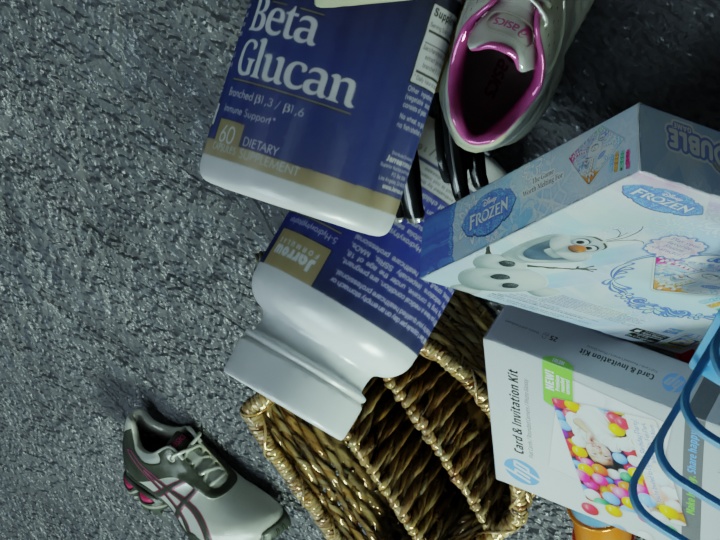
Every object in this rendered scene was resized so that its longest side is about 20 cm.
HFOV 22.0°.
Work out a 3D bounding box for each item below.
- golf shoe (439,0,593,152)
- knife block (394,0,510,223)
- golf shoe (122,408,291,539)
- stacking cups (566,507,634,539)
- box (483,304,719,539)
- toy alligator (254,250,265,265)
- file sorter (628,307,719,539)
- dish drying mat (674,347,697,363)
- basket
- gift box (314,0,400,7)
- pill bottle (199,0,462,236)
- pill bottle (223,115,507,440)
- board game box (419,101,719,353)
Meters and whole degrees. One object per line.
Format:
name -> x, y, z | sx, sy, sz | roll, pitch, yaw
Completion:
golf shoe -> 0.095, -0.151, 0.976 | 0.075, 0.092, 0.201 | 19, 109, 5
knife block -> 0.014, -0.135, 1.086 | 0.200, 0.064, 0.176 | 40, 109, 6
golf shoe -> -0.153, 0.199, 1.734 | 0.199, 0.077, 0.089 | 20, 133, 33
stacking cups -> 0.167, 0.157, 1.330 | 0.060, 0.061, 0.201 | 24, 142, 30
box -> 0.178, 0.111, 1.179 | 0.199, 0.041, 0.157 | 21, 145, 24
toy alligator -> -0.010, 0.058, 1.433 | 0.054, 0.059, 0.201 | -26, 110, 13
file sorter -> 0.234, 0.064, 0.924 | 0.138, 0.123, 0.201 | 30, 145, 11
dish drying mat -> 0.269, 0.043, 1.126 | 0.199, 0.018, 0.077 | -5, 122, 51
basket -> 0.040, 0.118, 1.335 | 0.142, 0.149, 0.201 | -12, 119, 42
gift box -> 0.055, -0.255, 0.853 | 0.187, 0.198, 0.186 | 81, 178, -55
pill bottle -> -0.007, -0.129, 0.993 | 0.110, 0.202, 0.111 | 17, -179, 0
pill bottle -> 0.000, 0.000, 1.187 | 0.119, 0.201, 0.120 | 30, 175, 3
board game box -> 0.169, -0.017, 1.037 | 0.199, 0.044, 0.199 | 16, 157, -29
